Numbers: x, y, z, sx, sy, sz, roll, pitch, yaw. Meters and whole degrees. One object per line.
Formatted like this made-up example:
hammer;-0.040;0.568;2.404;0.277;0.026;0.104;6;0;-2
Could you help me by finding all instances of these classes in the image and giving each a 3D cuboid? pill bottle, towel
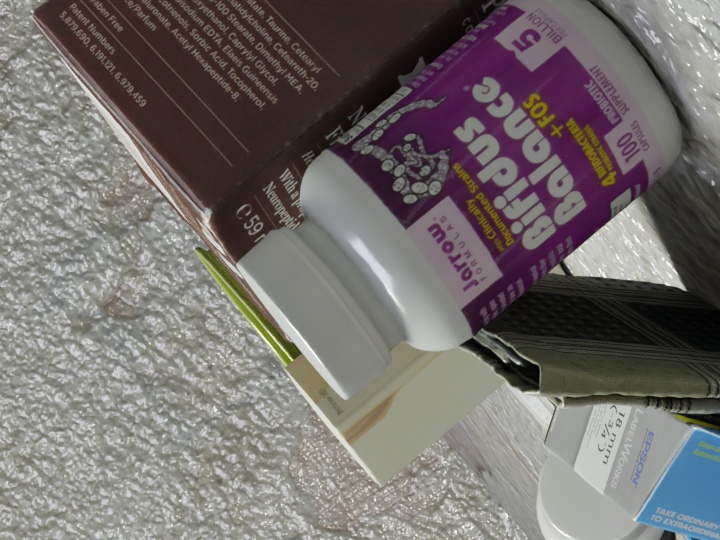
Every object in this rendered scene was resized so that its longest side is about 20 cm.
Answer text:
pill bottle;0.043;-0.034;0.871;0.112;0.200;0.112;49;174;7
towel;0.128;0.040;0.954;0.199;0.035;0.193;7;-165;-24
pill bottle;0.213;0.214;1.608;0.114;0.114;0.200;48;174;25

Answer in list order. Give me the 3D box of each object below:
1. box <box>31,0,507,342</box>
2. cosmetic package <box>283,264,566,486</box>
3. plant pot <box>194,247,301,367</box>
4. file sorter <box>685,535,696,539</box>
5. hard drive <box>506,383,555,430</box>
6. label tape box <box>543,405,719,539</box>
box;-0.028;-0.106;0.975;0.164;0.200;0.166;47;175;28
cosmetic package;0.054;0.050;1.352;0.071;0.200;0.105;54;173;-33
plant pot;0.000;0.000;1.507;0.200;0.190;0.200;50;175;6
file sorter;0.235;0.273;1.198;0.122;0.201;0.139;8;147;38
hard drive;0.135;0.068;1.673;0.200;0.038;0.140;51;174;8
label tape box;0.198;0.109;0.965;0.143;0.064;0.200;17;-174;-17
